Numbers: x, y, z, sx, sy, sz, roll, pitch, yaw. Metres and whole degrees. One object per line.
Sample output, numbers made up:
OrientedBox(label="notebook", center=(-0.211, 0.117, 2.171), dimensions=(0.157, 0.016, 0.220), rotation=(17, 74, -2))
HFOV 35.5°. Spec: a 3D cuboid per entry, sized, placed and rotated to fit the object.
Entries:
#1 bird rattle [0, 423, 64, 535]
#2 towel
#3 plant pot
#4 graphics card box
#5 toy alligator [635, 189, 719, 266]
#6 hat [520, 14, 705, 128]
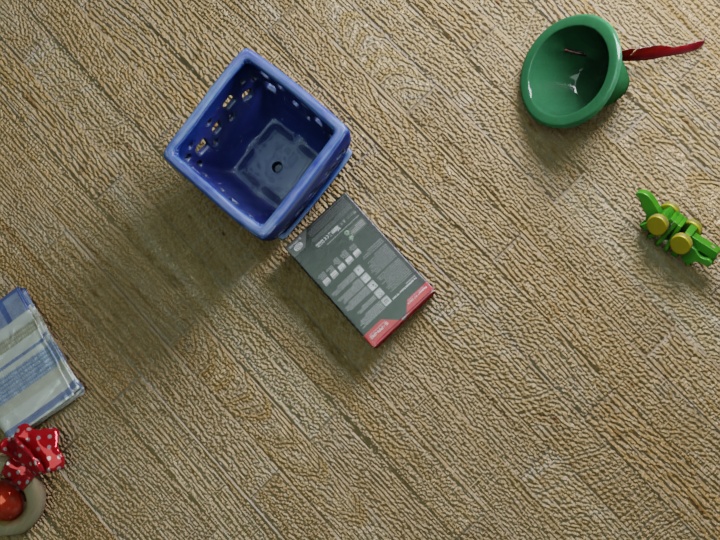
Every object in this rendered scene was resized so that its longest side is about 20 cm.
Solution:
OrientedBox(label="bird rattle", center=(-0.529, 0.315, 1.678), dimensions=(0.199, 0.113, 0.164), rotation=(-12, 106, 3))
OrientedBox(label="towel", center=(-0.525, 0.143, 1.723), dimensions=(0.147, 0.024, 0.200), rotation=(-35, 78, 5))
OrientedBox(label="plant pot", center=(-0.134, -0.166, 1.621), dimensions=(0.200, 0.180, 0.200), rotation=(39, 90, 10))
OrientedBox(label="graphics card box", center=(0.000, 0.000, 1.647), dimensions=(0.125, 0.051, 0.200), rotation=(-44, 80, 2))
OrientedBox(label="toy alligator", center=(0.458, -0.035, 1.584), dimensions=(0.200, 0.059, 0.054), rotation=(41, 132, 10))
OrientedBox(label="hat", center=(0.363, -0.272, 1.643), dimensions=(0.199, 0.175, 0.167), rotation=(3, 84, 47))
